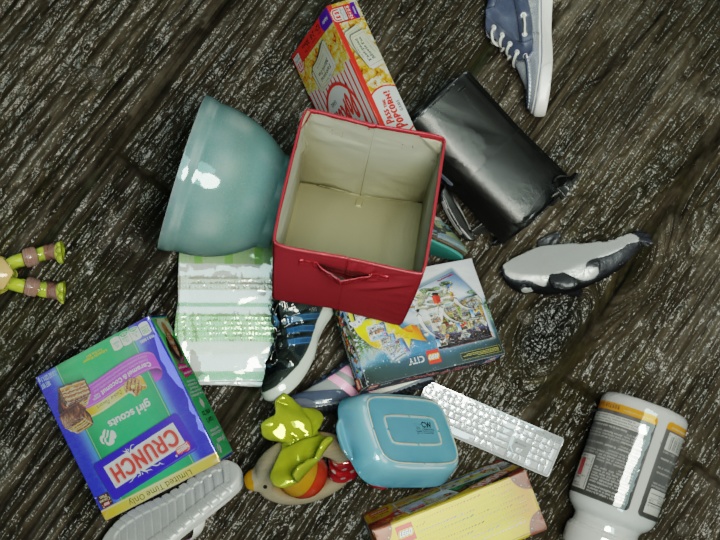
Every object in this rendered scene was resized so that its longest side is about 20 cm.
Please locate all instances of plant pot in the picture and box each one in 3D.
[{"bbox_3d":[-0.159,-0.102,1.256,0.134,0.200,0.201,17,83,-8],"label":"plant pot"}]

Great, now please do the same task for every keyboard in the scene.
[{"bbox_3d":[0.169,0.210,1.338,0.200,0.011,0.056,23,83,-1],"label":"keyboard"}]

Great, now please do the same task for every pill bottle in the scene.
[{"bbox_3d":[0.336,0.266,1.292,0.116,0.116,0.200,22,83,-2],"label":"pill bottle"}]

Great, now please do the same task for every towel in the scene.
[{"bbox_3d":[-0.168,0.052,1.324,0.149,0.031,0.200,2,82,-7],"label":"towel"}]

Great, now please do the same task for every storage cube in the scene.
[{"bbox_3d":[-0.007,-0.056,1.187,0.171,0.180,0.200,11,68,-1],"label":"storage cube"}]

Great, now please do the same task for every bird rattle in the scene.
[{"bbox_3d":[-0.055,0.237,1.266,0.163,0.200,0.113,-40,52,24],"label":"bird rattle"}]

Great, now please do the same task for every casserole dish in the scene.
[{"bbox_3d":[0.054,0.205,1.245,0.039,0.200,0.121,-37,58,33],"label":"casserole dish"}]

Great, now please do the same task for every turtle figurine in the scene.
[{"bbox_3d":[-0.461,0.015,1.284,0.161,0.064,0.200,-1,76,-12],"label":"turtle figurine"}]

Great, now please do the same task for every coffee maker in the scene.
[{"bbox_3d":[0.164,-0.152,1.285,0.200,0.192,0.135,45,54,-1],"label":"coffee maker"}]

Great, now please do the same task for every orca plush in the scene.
[{"bbox_3d":[0.291,-0.002,1.356,0.200,0.071,0.105,-24,42,-11],"label":"orca plush"}]

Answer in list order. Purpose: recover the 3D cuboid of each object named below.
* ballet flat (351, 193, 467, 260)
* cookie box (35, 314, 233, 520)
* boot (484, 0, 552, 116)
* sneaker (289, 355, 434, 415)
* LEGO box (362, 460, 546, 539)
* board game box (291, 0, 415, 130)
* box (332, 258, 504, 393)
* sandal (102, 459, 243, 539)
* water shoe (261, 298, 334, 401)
[{"bbox_3d":[0.051,-0.069,1.331,0.200,0.074,0.074,15,83,-4],"label":"ballet flat"},{"bbox_3d":[-0.280,0.182,1.259,0.171,0.075,0.200,-28,87,7],"label":"cookie box"},{"bbox_3d":[0.213,-0.306,1.371,0.090,0.073,0.200,2,76,3],"label":"boot"},{"bbox_3d":[-0.010,0.137,1.310,0.200,0.070,0.082,-13,73,-11],"label":"sneaker"},{"bbox_3d":[0.113,0.312,1.254,0.200,0.149,0.077,-20,86,-7],"label":"LEGO box"},{"bbox_3d":[-0.009,-0.223,1.296,0.046,0.151,0.200,-23,86,-24],"label":"board game box"},{"bbox_3d":[0.072,0.068,1.289,0.200,0.038,0.137,-10,73,-23],"label":"box"},{"bbox_3d":[-0.231,0.319,1.275,0.202,0.082,0.050,-31,130,-8],"label":"sandal"},{"bbox_3d":[-0.092,0.071,1.281,0.079,0.071,0.200,40,57,-22],"label":"water shoe"}]
